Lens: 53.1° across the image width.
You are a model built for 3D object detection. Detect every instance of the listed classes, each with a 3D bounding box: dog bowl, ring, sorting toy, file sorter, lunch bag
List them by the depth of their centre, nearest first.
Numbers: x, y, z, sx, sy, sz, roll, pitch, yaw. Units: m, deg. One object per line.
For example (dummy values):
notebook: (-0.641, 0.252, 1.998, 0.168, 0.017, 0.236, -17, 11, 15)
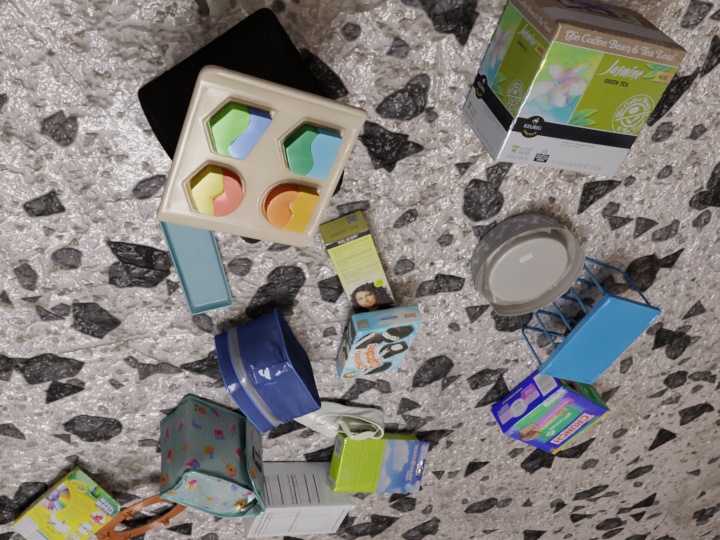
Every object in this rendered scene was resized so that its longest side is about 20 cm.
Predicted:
sorting toy: (-0.107, -0.109, 0.781, 0.185, 0.036, 0.200, 10, 127, -27)
lunch bag: (-0.158, 0.175, 1.203, 0.132, 0.136, 0.200, -22, 136, 2)
dog bowl: (0.281, -0.013, 1.237, 0.200, 0.059, 0.200, -10, 133, -11)
lunch bag: (-0.251, 0.341, 1.297, 0.200, 0.170, 0.122, 29, 119, -33)
file sorter: (0.418, 0.094, 1.338, 0.139, 0.123, 0.200, 14, 125, -29)
ring: (-0.424, 0.494, 1.437, 0.200, 0.019, 0.200, -24, 153, -13)

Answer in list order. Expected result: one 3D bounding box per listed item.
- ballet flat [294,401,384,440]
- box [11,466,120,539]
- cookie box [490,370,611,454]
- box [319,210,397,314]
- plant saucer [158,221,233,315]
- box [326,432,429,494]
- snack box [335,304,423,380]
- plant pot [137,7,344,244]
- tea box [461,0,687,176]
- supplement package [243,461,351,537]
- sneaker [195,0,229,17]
ballet flat: (-0.037, 0.298, 1.408, 0.200, 0.069, 0.069, 11, 127, -27)
box: (-0.547, 0.454, 1.355, 0.200, 0.048, 0.117, -38, 102, 19)
cookie box: (0.414, 0.304, 1.563, 0.200, 0.075, 0.171, 27, 117, -37)
box: (0.000, 0.000, 1.157, 0.075, 0.050, 0.200, -22, 134, 2)
plant saucer: (-0.244, -0.013, 1.082, 0.070, 0.019, 0.200, -13, 135, -8)
box: (0.038, 0.402, 1.507, 0.200, 0.048, 0.122, 10, 95, -26)
snack box: (0.028, 0.128, 1.251, 0.116, 0.037, 0.200, -8, 151, -16)
plant pot: (-0.130, -0.155, 0.880, 0.200, 0.178, 0.200, -29, 133, 10)
tea box: (0.277, -0.250, 0.964, 0.200, 0.134, 0.197, 3, 130, -21)
supplement package: (-0.138, 0.476, 1.505, 0.200, 0.110, 0.114, 7, 129, -25)
sneaker: (-0.203, -0.359, 0.757, 0.082, 0.077, 0.200, -3, 138, 21)
